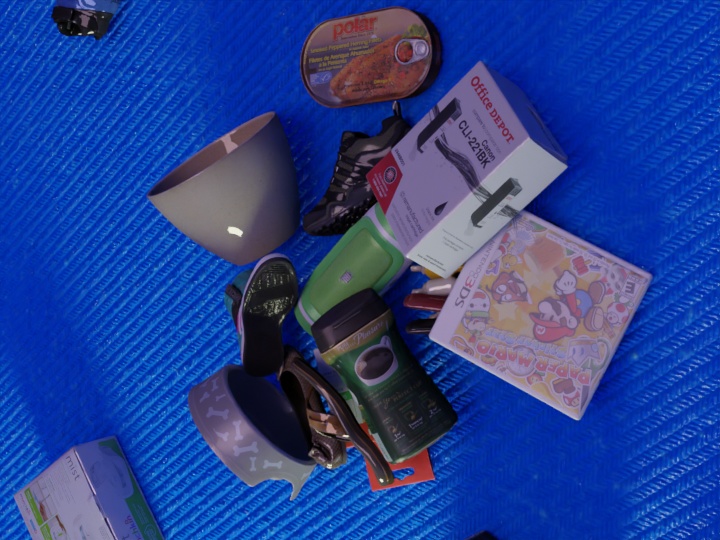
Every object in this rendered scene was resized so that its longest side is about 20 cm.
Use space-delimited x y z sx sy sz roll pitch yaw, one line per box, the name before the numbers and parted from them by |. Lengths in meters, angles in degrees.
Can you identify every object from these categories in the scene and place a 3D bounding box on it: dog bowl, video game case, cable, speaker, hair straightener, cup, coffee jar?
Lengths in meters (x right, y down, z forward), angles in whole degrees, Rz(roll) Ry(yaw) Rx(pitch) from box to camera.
dog bowl | -0.133 0.206 1.556 0.059 0.200 0.201 -44 71 12
video game case | 0.203 0.042 1.355 0.199 0.023 0.184 28 93 17
cable | 0.155 0.011 1.419 0.199 0.050 0.098 -21 89 34
speaker | 0.000 0.000 1.502 0.089 0.088 0.200 51 120 18
hair straightener | 0.149 0.072 1.415 0.197 0.041 0.078 3 112 13
cup | -0.158 -0.093 1.554 0.199 0.201 0.144 -21 109 34
coffee jar | 0.026 0.125 1.440 0.104 0.085 0.201 -32 90 -2

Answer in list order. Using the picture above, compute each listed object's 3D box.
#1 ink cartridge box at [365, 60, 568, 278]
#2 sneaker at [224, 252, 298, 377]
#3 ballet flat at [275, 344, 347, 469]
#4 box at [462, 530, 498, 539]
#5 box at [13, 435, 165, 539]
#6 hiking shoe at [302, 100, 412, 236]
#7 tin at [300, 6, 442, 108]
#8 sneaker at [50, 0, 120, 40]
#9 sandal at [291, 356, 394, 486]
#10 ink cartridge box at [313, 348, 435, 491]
ink cartridge box | 0.119 -0.115 1.364 0.200 0.083 0.145 -43 47 20
sneaker | -0.130 0.029 1.568 0.121 0.083 0.202 -112 27 -44
ballet flat | -0.076 0.179 1.564 0.068 0.046 0.201 102 147 -47
box | 0.175 0.436 1.420 0.199 0.104 0.149 30 112 27
box | -0.416 0.386 1.821 0.176 0.096 0.201 -38 74 30
hiking shoe | -0.002 -0.123 1.506 0.199 0.075 0.101 -36 67 22
tin | 0.013 -0.267 1.492 0.198 0.042 0.114 -2 98 34
sneaker | -0.441 -0.410 1.759 0.199 0.077 0.112 28 101 22
sandal | -0.031 0.193 1.485 0.054 0.082 0.201 -36 80 -3
ink cartridge box | 0.018 0.183 1.530 0.108 0.050 0.203 -18 85 34
